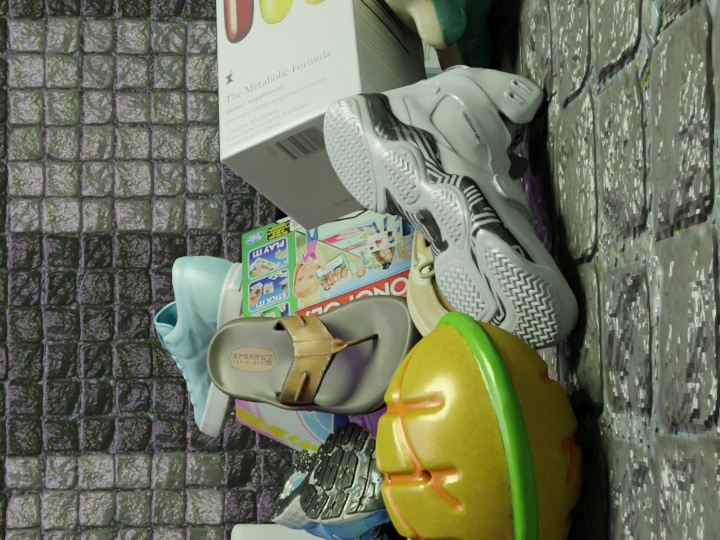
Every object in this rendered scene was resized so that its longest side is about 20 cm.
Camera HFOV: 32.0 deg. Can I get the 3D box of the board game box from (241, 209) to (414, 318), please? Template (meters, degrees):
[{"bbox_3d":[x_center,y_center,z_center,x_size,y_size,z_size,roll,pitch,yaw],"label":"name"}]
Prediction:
[{"bbox_3d":[0.000,0.000,0.953,0.029,0.198,0.136,47,-150,-46],"label":"board game box"}]

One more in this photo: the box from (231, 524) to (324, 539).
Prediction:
[{"bbox_3d":[-0.021,0.355,1.134,0.201,0.197,0.173,-95,4,-46],"label":"box"}]

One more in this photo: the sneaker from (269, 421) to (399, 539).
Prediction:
[{"bbox_3d":[0.001,0.174,0.966,0.079,0.089,0.200,-66,12,-18],"label":"sneaker"}]

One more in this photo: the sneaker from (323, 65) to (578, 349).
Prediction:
[{"bbox_3d":[0.076,-0.049,0.719,0.200,0.114,0.076,46,150,29],"label":"sneaker"}]

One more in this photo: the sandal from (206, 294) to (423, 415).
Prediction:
[{"bbox_3d":[-0.042,0.056,0.872,0.054,0.198,0.083,13,-101,-51],"label":"sandal"}]

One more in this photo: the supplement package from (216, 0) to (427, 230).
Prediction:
[{"bbox_3d":[-0.027,-0.152,0.869,0.109,0.113,0.202,39,-142,-50],"label":"supplement package"}]

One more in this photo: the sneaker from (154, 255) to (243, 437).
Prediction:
[{"bbox_3d":[-0.137,0.061,1.088,0.074,0.081,0.202,-64,-10,-50],"label":"sneaker"}]

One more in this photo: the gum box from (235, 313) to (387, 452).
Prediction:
[{"bbox_3d":[-0.014,0.099,1.025,0.066,0.198,0.115,-47,-28,-44],"label":"gum box"}]

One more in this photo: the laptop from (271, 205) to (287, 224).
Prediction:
[{"bbox_3d":[-0.023,0.060,1.245,0.200,0.114,0.190,63,-146,-71],"label":"laptop"}]

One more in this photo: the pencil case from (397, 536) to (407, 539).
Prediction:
[{"bbox_3d":[0.015,0.276,1.032,0.201,0.077,0.088,-69,-24,-46],"label":"pencil case"}]

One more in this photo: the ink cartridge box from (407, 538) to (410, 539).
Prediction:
[{"bbox_3d":[0.056,0.133,0.853,0.174,0.043,0.202,-123,28,-45],"label":"ink cartridge box"}]

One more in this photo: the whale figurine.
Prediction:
[{"bbox_3d":[0.064,-0.212,0.839,0.201,0.102,0.161,59,-159,-48],"label":"whale figurine"}]

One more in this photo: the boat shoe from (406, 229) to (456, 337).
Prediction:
[{"bbox_3d":[0.065,-0.021,0.828,0.201,0.072,0.063,-96,5,-54],"label":"boat shoe"}]

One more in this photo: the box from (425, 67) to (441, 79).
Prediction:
[{"bbox_3d":[0.020,-0.089,1.114,0.200,0.111,0.103,103,168,-68],"label":"box"}]

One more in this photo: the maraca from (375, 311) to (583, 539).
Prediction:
[{"bbox_3d":[0.063,0.119,0.670,0.137,0.105,0.203,-120,23,-62],"label":"maraca"}]

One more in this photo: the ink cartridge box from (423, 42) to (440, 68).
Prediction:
[{"bbox_3d":[-0.023,-0.253,1.105,0.084,0.197,0.148,-101,12,-69],"label":"ink cartridge box"}]
